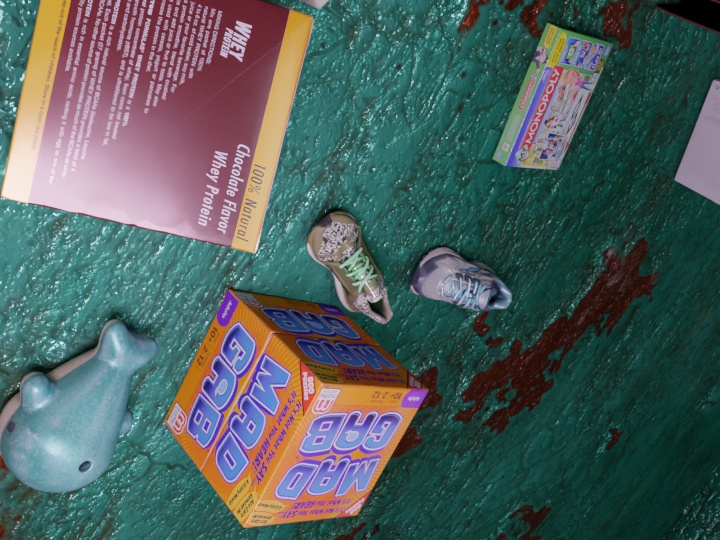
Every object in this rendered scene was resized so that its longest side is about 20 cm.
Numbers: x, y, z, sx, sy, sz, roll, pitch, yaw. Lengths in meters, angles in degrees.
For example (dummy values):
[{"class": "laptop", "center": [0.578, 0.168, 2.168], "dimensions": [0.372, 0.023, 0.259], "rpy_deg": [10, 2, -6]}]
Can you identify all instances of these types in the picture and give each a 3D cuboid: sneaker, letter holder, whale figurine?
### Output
[{"class": "sneaker", "center": [0.156, 0.020, 1.289], "dimensions": [0.199, 0.086, 0.078], "rpy_deg": [5, 116, -46]}, {"class": "letter holder", "center": [0.513, -0.387, 1.225], "dimensions": [0.142, 0.200, 0.101], "rpy_deg": [-16, 130, -36]}, {"class": "whale figurine", "center": [-0.295, 0.152, 0.939], "dimensions": [0.200, 0.104, 0.159], "rpy_deg": [-49, 141, -2]}, {"class": "sneaker", "center": [0.000, 0.000, 1.119], "dimensions": [0.077, 0.089, 0.200], "rpy_deg": [-43, 140, -10]}]

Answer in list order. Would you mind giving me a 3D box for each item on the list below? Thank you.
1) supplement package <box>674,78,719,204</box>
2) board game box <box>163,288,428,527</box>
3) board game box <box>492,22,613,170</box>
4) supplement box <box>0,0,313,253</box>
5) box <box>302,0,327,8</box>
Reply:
[{"class": "supplement package", "center": [0.713, -0.220, 1.560], "dimensions": [0.147, 0.191, 0.201], "rpy_deg": [-14, 130, -36]}, {"class": "board game box", "center": [-0.082, 0.169, 1.085], "dimensions": [0.199, 0.200, 0.201], "rpy_deg": [12, 111, -49]}, {"class": "board game box", "center": [0.276, -0.243, 1.245], "dimensions": [0.134, 0.029, 0.201], "rpy_deg": [-4, 122, -44]}, {"class": "supplement box", "center": [-0.169, -0.140, 0.719], "dimensions": [0.199, 0.133, 0.198], "rpy_deg": [12, 99, -20]}, {"class": "box", "center": [-0.076, -0.347, 0.739], "dimensions": [0.109, 0.128, 0.200], "rpy_deg": [-46, 142, -7]}]
